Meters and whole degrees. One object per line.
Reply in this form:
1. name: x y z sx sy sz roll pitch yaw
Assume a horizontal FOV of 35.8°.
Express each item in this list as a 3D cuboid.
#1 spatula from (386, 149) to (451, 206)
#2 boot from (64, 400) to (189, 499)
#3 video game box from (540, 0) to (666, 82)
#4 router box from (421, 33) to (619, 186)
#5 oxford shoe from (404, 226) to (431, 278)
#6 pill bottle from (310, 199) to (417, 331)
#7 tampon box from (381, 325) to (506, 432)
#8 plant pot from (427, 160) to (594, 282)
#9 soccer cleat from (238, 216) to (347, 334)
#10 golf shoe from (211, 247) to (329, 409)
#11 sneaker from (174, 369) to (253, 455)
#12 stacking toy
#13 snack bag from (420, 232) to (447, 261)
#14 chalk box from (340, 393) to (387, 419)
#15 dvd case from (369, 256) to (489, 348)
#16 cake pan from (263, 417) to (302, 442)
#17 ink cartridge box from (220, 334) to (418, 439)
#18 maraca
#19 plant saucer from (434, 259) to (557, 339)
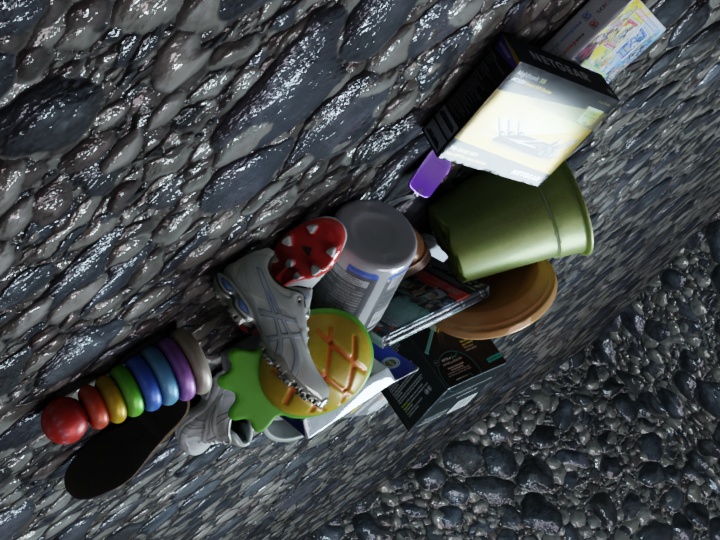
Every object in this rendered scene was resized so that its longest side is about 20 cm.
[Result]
1. spatula: 0.041 -0.083 1.467 0.200 0.021 0.056 -40 145 17
2. boot: -0.307 0.236 1.503 0.200 0.074 0.075 -39 174 -5
3. video game box: 0.299 -0.283 1.453 0.182 0.047 0.200 -41 164 19
4. router box: 0.197 -0.189 1.361 0.199 0.052 0.157 9 133 -42
5. oxford shoe: 0.000 0.000 1.566 0.199 0.071 0.071 -34 133 -4
6. pill bottle: -0.010 0.012 1.438 0.113 0.114 0.201 -26 156 -36
7. tampon box: 0.094 0.116 1.722 0.149 0.201 0.126 -17 153 -42
8. plant pot: 0.203 -0.076 1.599 0.189 0.201 0.200 -24 162 -3
9. soccer cleat: -0.083 0.002 1.369 0.200 0.069 0.085 -47 175 25
10. golf shoe: -0.082 0.065 1.295 0.097 0.201 0.078 -37 -174 -9
11. sneaker: -0.205 0.228 1.631 0.078 0.100 0.200 -21 156 -42
12. stacking toy: -0.277 0.146 1.308 0.199 0.086 0.086 -26 160 -25
13. snack bag: 0.068 0.014 1.788 0.189 0.021 0.200 -44 163 16
14. chalk box: -0.008 0.157 1.829 0.124 0.124 0.200 -41 162 13
15. dvd case: 0.065 0.039 1.605 0.199 0.146 0.022 -23 124 -31
16. cake pan: -0.072 0.169 1.658 0.199 0.037 0.201 -29 145 -23
17. ink cartridge box: -0.056 0.122 1.522 0.199 0.199 0.041 -29 130 -30
18. maraca: -0.077 0.123 1.381 0.199 0.138 0.107 -21 -164 -12
19. plant saucer: 0.191 0.022 1.657 0.199 0.200 0.038 -33 129 -18
